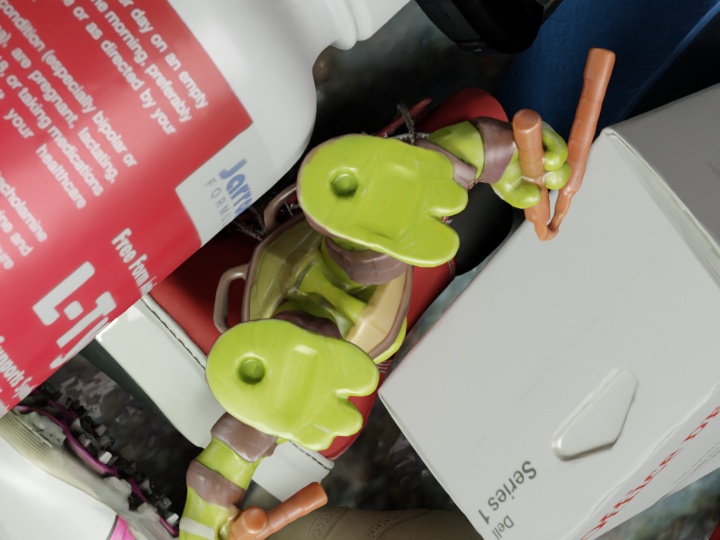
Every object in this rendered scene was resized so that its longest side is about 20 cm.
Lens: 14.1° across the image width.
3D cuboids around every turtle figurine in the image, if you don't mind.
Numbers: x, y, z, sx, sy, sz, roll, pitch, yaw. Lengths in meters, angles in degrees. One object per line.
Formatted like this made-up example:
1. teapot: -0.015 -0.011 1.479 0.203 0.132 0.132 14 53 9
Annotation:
1. turtle figurine: 0.000 0.000 0.802 0.200 0.064 0.161 -49 175 -2

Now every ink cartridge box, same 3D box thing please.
1. ink cartridge box: 0.121 0.003 0.962 0.199 0.084 0.146 -22 158 -48

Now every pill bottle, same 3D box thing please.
1. pill bottle: -0.085 -0.041 0.735 0.200 0.112 0.112 -41 137 -8

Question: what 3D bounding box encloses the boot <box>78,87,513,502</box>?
1. boot: -0.021 -0.014 0.898 0.144 0.072 0.200 -50 156 0

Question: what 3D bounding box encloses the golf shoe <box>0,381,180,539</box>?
1. golf shoe: -0.089 0.112 0.945 0.092 0.073 0.200 -38 137 -9

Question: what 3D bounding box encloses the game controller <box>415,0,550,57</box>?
1. game controller: 0.007 -0.149 0.828 0.200 0.042 0.105 48 50 -47

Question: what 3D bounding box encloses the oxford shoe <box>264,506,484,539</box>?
1. oxford shoe: 0.015 0.106 0.980 0.073 0.071 0.200 -17 175 20

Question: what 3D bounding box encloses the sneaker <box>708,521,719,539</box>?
1. sneaker: 0.189 0.046 1.142 0.200 0.078 0.116 -44 131 -23

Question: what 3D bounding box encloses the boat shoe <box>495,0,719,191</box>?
1. boat shoe: 0.125 -0.103 0.978 0.200 0.084 0.069 -41 147 16
